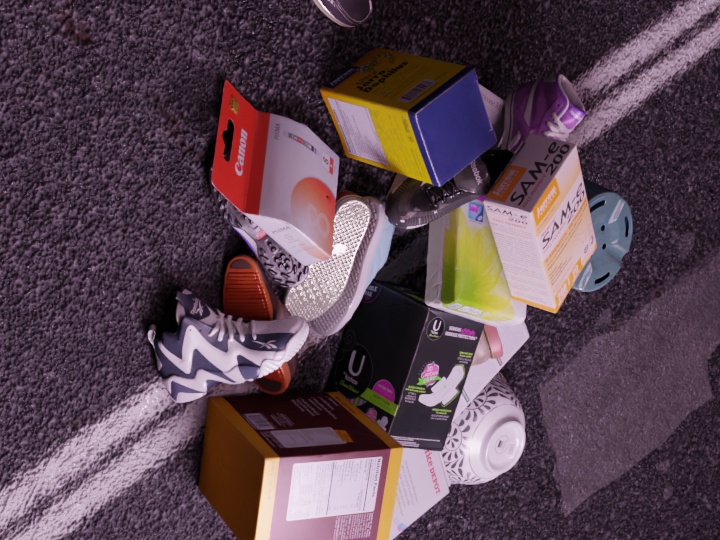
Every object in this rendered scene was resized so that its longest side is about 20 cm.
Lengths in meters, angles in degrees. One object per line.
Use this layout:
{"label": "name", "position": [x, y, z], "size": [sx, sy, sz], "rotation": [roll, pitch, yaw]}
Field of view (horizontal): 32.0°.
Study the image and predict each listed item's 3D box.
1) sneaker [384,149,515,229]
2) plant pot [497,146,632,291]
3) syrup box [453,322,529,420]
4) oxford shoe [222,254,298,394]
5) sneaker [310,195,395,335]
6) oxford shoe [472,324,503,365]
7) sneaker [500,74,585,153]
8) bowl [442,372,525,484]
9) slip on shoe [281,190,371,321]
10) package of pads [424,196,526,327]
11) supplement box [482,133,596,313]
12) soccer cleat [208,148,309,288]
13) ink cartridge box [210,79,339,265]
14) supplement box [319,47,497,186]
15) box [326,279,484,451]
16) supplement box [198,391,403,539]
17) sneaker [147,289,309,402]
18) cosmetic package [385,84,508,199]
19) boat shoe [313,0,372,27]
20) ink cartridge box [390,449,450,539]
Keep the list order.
{"label": "sneaker", "position": [0.121, -0.112, 1.595], "size": [0.199, 0.090, 0.067], "rotation": [-23, 88, -28]}
{"label": "plant pot", "position": [0.281, -0.067, 1.849], "size": [0.199, 0.195, 0.202], "rotation": [-17, 118, -36]}
{"label": "syrup box", "position": [0.156, 0.130, 1.897], "size": [0.200, 0.078, 0.082], "rotation": [-44, 130, -19]}
{"label": "oxford shoe", "position": [-0.128, 0.061, 1.649], "size": [0.073, 0.071, 0.202], "rotation": [-49, 135, -50]}
{"label": "sneaker", "position": [0.000, 0.000, 1.719], "size": [0.082, 0.074, 0.201], "rotation": [12, 106, -55]}
{"label": "oxford shoe", "position": [0.139, 0.043, 1.822], "size": [0.074, 0.070, 0.202], "rotation": [-22, 84, -4]}
{"label": "sneaker", "position": [0.252, -0.174, 1.704], "size": [0.072, 0.114, 0.203], "rotation": [18, 65, -42]}
{"label": "bowl", "position": [0.197, 0.261, 1.974], "size": [0.199, 0.094, 0.203], "rotation": [-16, 117, -35]}
{"label": "slip on shoe", "position": [-0.046, -0.018, 1.671], "size": [0.074, 0.061, 0.201], "rotation": [19, 111, -20]}
{"label": "package of pads", "position": [0.163, -0.032, 1.708], "size": [0.154, 0.068, 0.202], "rotation": [18, 71, -41]}
{"label": "supplement box", "position": [0.237, -0.059, 1.626], "size": [0.126, 0.073, 0.201], "rotation": [-54, 143, -25]}
{"label": "soccer cleat", "position": [-0.132, -0.070, 1.592], "size": [0.068, 0.073, 0.201], "rotation": [-31, 111, 3]}
{"label": "ink cartridge box", "position": [-0.099, -0.125, 1.542], "size": [0.200, 0.050, 0.163], "rotation": [45, 40, -46]}
{"label": "supplement box", "position": [0.059, -0.200, 1.601], "size": [0.109, 0.199, 0.109], "rotation": [-38, 126, -23]}
{"label": "box", "position": [0.059, 0.131, 1.766], "size": [0.124, 0.148, 0.202], "rotation": [13, 99, -43]}
{"label": "supplement box", "position": [-0.081, 0.259, 1.642], "size": [0.198, 0.197, 0.134], "rotation": [1, 107, -29]}
{"label": "sneaker", "position": [-0.173, 0.071, 1.559], "size": [0.198, 0.080, 0.130], "rotation": [-19, 117, 12]}
{"label": "cosmetic package", "position": [0.127, -0.164, 1.763], "size": [0.101, 0.074, 0.201], "rotation": [23, 92, -44]}
{"label": "boat shoe", "position": [-0.033, -0.381, 1.545], "size": [0.072, 0.065, 0.201], "rotation": [-45, 131, -20]}
{"label": "ink cartridge box", "position": [0.026, 0.316, 1.854], "size": [0.199, 0.084, 0.146], "rotation": [-33, 126, -25]}
